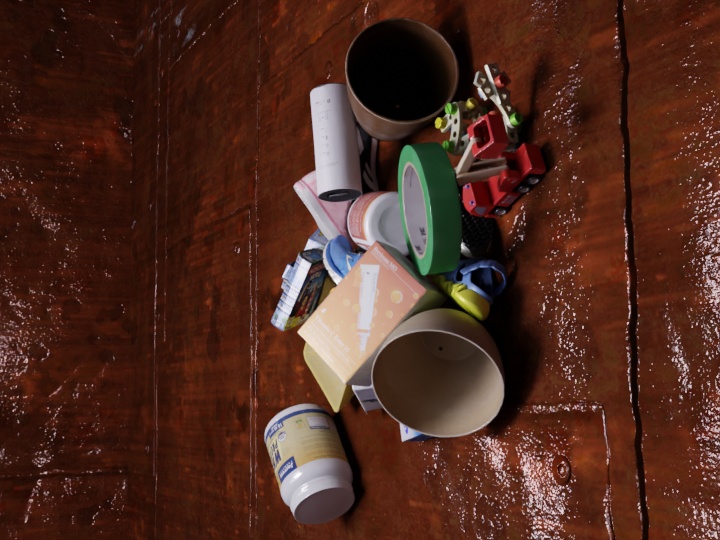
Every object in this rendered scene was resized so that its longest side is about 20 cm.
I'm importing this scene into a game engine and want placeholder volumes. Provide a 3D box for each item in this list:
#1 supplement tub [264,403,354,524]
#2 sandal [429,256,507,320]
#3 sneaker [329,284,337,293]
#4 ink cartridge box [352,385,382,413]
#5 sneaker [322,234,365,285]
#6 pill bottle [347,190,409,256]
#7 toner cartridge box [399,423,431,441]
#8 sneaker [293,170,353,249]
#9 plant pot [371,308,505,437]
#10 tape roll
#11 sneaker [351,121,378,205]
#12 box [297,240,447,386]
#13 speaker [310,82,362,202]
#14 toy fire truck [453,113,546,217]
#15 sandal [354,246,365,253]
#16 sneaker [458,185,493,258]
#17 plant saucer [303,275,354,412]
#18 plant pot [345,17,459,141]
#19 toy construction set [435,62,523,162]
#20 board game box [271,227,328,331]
[{"bbox_3d":[-0.098,0.378,1.982,0.144,0.144,0.200,-65,35,36],"label":"supplement tub"},{"bbox_3d":[0.171,0.013,1.592,0.087,0.079,0.200,-48,25,-2],"label":"sandal"},{"bbox_3d":[0.004,0.064,1.857,0.078,0.077,0.200,59,177,-28],"label":"sneaker"},{"bbox_3d":[0.024,0.176,1.793,0.200,0.068,0.115,71,-168,-69],"label":"ink cartridge box"},{"bbox_3d":[0.000,0.000,1.768,0.089,0.079,0.200,-46,42,16],"label":"sneaker"},{"bbox_3d":[0.040,-0.084,1.778,0.200,0.112,0.112,-157,72,-76],"label":"pill bottle"},{"bbox_3d":[0.098,0.184,1.731,0.095,0.043,0.200,141,126,-58],"label":"toner cartridge box"},{"bbox_3d":[-0.037,-0.118,1.891,0.075,0.105,0.200,37,165,46],"label":"sneaker"},{"bbox_3d":[0.128,0.136,1.556,0.134,0.200,0.200,-66,-1,-56],"label":"plant pot"},{"bbox_3d":[0.104,-0.095,1.553,0.200,0.048,0.201,173,90,-80],"label":"tape roll"},{"bbox_3d":[-0.029,-0.187,1.939,0.073,0.112,0.200,-13,75,63],"label":"sneaker"},{"bbox_3d":[0.020,0.071,1.625,0.124,0.097,0.200,45,101,24],"label":"box"},{"bbox_3d":[-0.044,-0.224,1.797,0.081,0.081,0.200,-29,63,59],"label":"speaker"},{"bbox_3d":[0.189,-0.146,1.481,0.200,0.141,0.049,-47,47,51],"label":"toy fire truck"},{"bbox_3d":[0.050,0.010,1.818,0.082,0.055,0.200,60,171,-30],"label":"sandal"},{"bbox_3d":[0.155,-0.076,1.640,0.093,0.070,0.200,95,157,-45],"label":"sneaker"},{"bbox_3d":[-0.037,0.142,1.992,0.200,0.048,0.200,53,133,50],"label":"plant saucer"},{"bbox_3d":[0.056,-0.299,1.737,0.200,0.187,0.187,115,151,-73],"label":"plant pot"},{"bbox_3d":[0.189,-0.232,1.557,0.200,0.092,0.131,139,130,-68],"label":"toy construction set"},{"bbox_3d":[-0.101,0.005,2.021,0.062,0.200,0.200,27,105,15],"label":"board game box"}]
